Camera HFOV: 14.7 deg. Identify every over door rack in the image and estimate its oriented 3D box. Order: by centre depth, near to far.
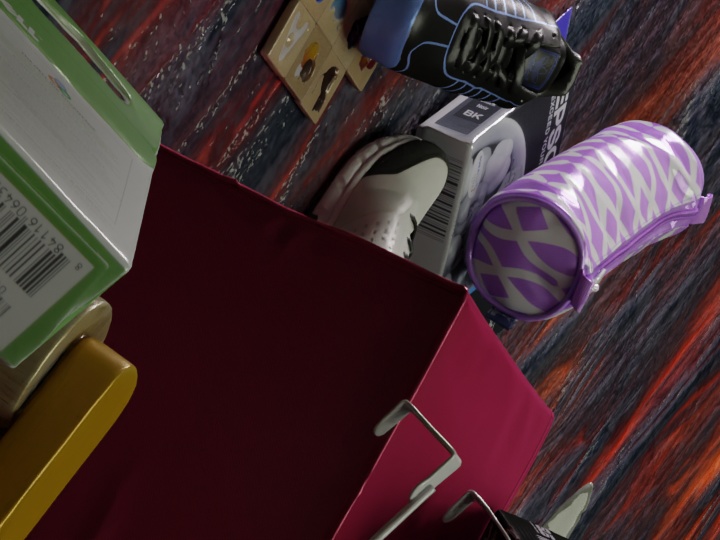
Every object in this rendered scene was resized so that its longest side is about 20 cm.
[{"bbox_3d":[-0.002,0.167,1.160,0.200,0.067,0.148,-54,157,-10],"label":"over door rack"}]

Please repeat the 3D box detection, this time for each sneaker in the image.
[{"bbox_3d":[0.064,-0.126,1.499,0.070,0.078,0.200,-66,164,11],"label":"sneaker"},{"bbox_3d":[0.000,0.000,1.512,0.200,0.080,0.074,-48,154,-39],"label":"sneaker"}]

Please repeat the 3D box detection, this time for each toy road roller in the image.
[{"bbox_3d":[-0.185,0.082,1.105,0.200,0.123,0.146,-53,170,-14],"label":"toy road roller"}]

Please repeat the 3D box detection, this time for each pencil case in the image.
[{"bbox_3d":[0.139,-0.032,1.681,0.200,0.085,0.084,-34,142,-56],"label":"pencil case"}]

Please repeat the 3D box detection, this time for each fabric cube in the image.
[{"bbox_3d":[-0.054,0.081,1.304,0.196,0.200,0.199,-60,158,-8],"label":"fabric cube"}]

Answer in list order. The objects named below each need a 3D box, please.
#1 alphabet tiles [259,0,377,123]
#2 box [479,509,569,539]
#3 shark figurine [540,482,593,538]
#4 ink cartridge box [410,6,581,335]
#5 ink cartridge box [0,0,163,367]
[{"bbox_3d":[0.012,-0.177,1.428,0.200,0.006,0.166,-61,161,-8],"label":"alphabet tiles"},{"bbox_3d":[0.048,0.218,1.255,0.200,0.048,0.193,-64,-172,2],"label":"box"},{"bbox_3d":[0.012,0.140,1.576,0.128,0.214,0.090,-8,100,-56],"label":"shark figurine"},{"bbox_3d":[0.081,-0.039,1.715,0.200,0.043,0.198,-41,150,-49],"label":"ink cartridge box"},{"bbox_3d":[-0.132,-0.048,1.031,0.059,0.104,0.200,-40,-166,12],"label":"ink cartridge box"}]
